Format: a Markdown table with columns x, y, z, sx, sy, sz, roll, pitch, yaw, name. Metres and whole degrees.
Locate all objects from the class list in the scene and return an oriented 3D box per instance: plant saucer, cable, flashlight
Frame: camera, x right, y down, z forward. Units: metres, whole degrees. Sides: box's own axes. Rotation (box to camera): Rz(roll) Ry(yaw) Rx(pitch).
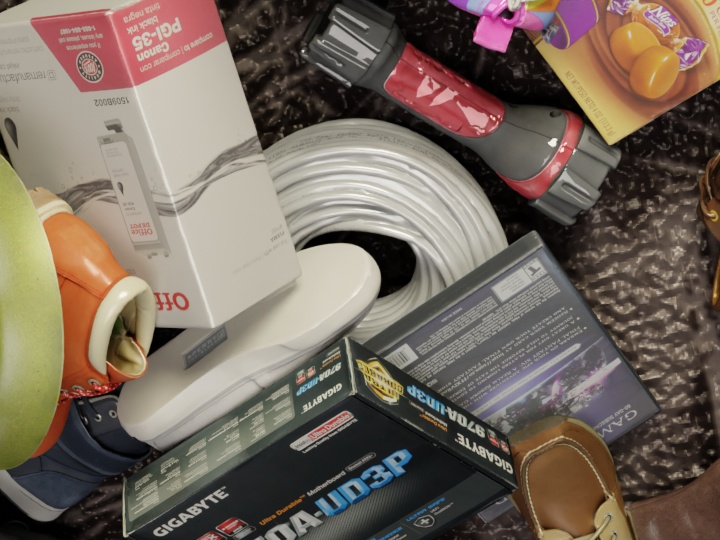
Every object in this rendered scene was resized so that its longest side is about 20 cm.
| x | y | z | sx | sy | sz | roll | pitch | yaw | name |
| --- | --- | --- | --- | --- | --- | --- | --- | --- | --- |
| -0.238 | 0.021 | 1.276 | 0.031 | 0.200 | 0.200 | -9 | 130 | -38 | plant saucer |
| 0.000 | 0.000 | 1.395 | 0.200 | 0.069 | 0.200 | 37 | 117 | -13 | cable |
| 0.061 | -0.103 | 1.328 | 0.200 | 0.068 | 0.068 | 31 | 120 | -13 | flashlight |

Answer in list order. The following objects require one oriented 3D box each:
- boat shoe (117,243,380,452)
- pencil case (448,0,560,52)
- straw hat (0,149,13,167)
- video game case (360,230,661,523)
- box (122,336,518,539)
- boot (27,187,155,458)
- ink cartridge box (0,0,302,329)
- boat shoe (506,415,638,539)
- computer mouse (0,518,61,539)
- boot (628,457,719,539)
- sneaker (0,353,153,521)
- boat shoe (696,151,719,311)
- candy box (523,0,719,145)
| x | y | z | sx | sy | sz | roll | pitch | yaw | name |
| --- | --- | --- | --- | --- | --- | --- | --- | --- | --- |
| -0.059 | 0.057 | 1.359 | 0.200 | 0.072 | 0.068 | -37 | 130 | 17 | boat shoe |
| 0.111 | -0.221 | 1.184 | 0.088 | 0.088 | 0.200 | 24 | 117 | -8 | pencil case |
| -0.257 | -0.036 | 1.383 | 0.085 | 0.201 | 0.201 | -9 | 132 | -41 | straw hat |
| 0.095 | 0.073 | 1.396 | 0.143 | 0.019 | 0.200 | -34 | 135 | 6 | video game case |
| -0.026 | 0.136 | 1.375 | 0.200 | 0.046 | 0.159 | -33 | 133 | 27 | box |
| -0.180 | 0.057 | 1.315 | 0.107 | 0.075 | 0.200 | 33 | 135 | 20 | boot |
| -0.135 | -0.069 | 1.306 | 0.146 | 0.083 | 0.200 | 0 | 114 | 45 | ink cartridge box |
| 0.153 | 0.176 | 1.447 | 0.076 | 0.074 | 0.200 | -28 | 134 | 1 | boat shoe |
| -0.224 | 0.198 | 1.510 | 0.200 | 0.140 | 0.046 | 45 | 77 | -14 | computer mouse |
| 0.302 | 0.192 | 1.489 | 0.166 | 0.072 | 0.200 | -31 | 114 | 34 | boot |
| -0.224 | 0.071 | 1.446 | 0.146 | 0.077 | 0.202 | -30 | 122 | 32 | sneaker |
| 0.239 | -0.041 | 1.331 | 0.067 | 0.072 | 0.200 | -2 | 134 | 13 | boat shoe |
| 0.139 | -0.186 | 1.279 | 0.117 | 0.057 | 0.200 | -31 | 114 | 21 | candy box |
